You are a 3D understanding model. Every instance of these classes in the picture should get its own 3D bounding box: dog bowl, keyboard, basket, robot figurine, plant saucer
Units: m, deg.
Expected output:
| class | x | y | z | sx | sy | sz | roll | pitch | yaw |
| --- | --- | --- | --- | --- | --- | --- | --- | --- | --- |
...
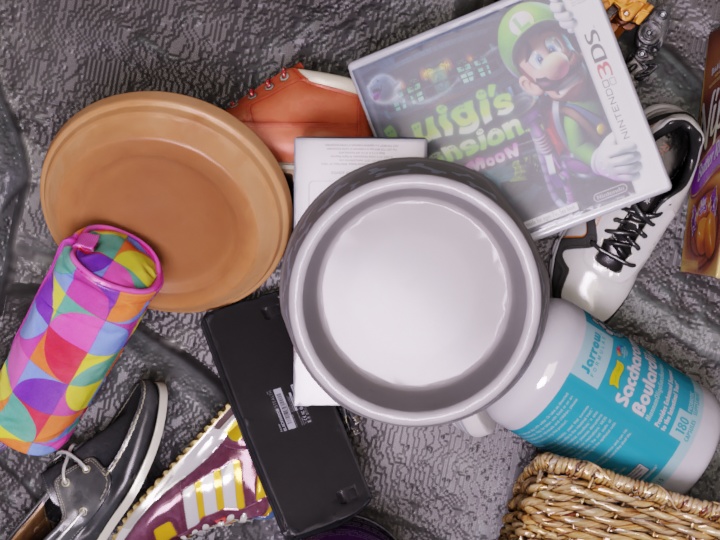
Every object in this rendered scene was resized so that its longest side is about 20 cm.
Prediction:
| class | x | y | z | sx | sy | sz | roll | pitch | yaw |
| --- | --- | --- | --- | --- | --- | --- | --- | --- | --- |
| dog bowl | 0.038 | 0.019 | 0.947 | 0.200 | 0.059 | 0.200 | 0 | 95 | 3 |
| keyboard | -0.049 | 0.112 | 1.057 | 0.104 | 0.040 | 0.200 | -16 | 67 | -17 |
| basket | 0.210 | 0.218 | 1.037 | 0.200 | 0.143 | 0.149 | 16 | 99 | 3 |
| robot figurine | 0.149 | -0.173 | 1.066 | 0.145 | 0.058 | 0.200 | 42 | 93 | -2 |
| plant saucer | -0.153 | -0.043 | 1.033 | 0.200 | 0.037 | 0.200 | 4 | 126 | 6 |

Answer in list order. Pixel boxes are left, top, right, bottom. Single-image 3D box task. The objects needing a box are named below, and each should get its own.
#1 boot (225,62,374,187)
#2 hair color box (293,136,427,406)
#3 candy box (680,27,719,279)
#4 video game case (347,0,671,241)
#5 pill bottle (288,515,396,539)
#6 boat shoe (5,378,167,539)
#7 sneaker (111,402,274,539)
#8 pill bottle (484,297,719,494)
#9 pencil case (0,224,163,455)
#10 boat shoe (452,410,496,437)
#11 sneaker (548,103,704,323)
| class | x | y | z | sx | sy | sz | roll | pitch | yaw |
| --- | --- | --- | --- | --- | --- | --- | --- | --- | --- |
| boot | -0.083 | -0.117 | 1.069 | 0.200 | 0.075 | 0.107 | 7 | 84 | -3 |
| hair color box | 0.000 | 0.000 | 1.007 | 0.099 | 0.061 | 0.200 | 1 | 95 | 0 |
| candy box | 0.299 | -0.092 | 1.040 | 0.056 | 0.117 | 0.200 | 8 | 92 | 0 |
| video game case | 0.113 | -0.112 | 1.027 | 0.200 | 0.023 | 0.182 | -21 | 90 | 11 |
| pill bottle | -0.014 | 0.252 | 1.016 | 0.112 | 0.200 | 0.113 | 0 | 93 | 0 |
| boat shoe | -0.220 | 0.171 | 1.071 | 0.068 | 0.072 | 0.200 | 31 | 94 | -26 |
| sneaker | -0.117 | 0.186 | 1.076 | 0.090 | 0.075 | 0.200 | 41 | 93 | 4 |
| pill bottle | 0.172 | 0.095 | 1.037 | 0.200 | 0.111 | 0.111 | 31 | 93 | -12 |
| pencil case | -0.230 | 0.057 | 1.034 | 0.088 | 0.088 | 0.200 | 36 | 117 | -1 |
| boat shoe | 0.044 | 0.049 | 1.076 | 0.068 | 0.072 | 0.200 | -24 | 101 | 25 |
| sneaker | 0.210 | -0.043 | 1.062 | 0.074 | 0.080 | 0.200 | 23 | 95 | -3 |
